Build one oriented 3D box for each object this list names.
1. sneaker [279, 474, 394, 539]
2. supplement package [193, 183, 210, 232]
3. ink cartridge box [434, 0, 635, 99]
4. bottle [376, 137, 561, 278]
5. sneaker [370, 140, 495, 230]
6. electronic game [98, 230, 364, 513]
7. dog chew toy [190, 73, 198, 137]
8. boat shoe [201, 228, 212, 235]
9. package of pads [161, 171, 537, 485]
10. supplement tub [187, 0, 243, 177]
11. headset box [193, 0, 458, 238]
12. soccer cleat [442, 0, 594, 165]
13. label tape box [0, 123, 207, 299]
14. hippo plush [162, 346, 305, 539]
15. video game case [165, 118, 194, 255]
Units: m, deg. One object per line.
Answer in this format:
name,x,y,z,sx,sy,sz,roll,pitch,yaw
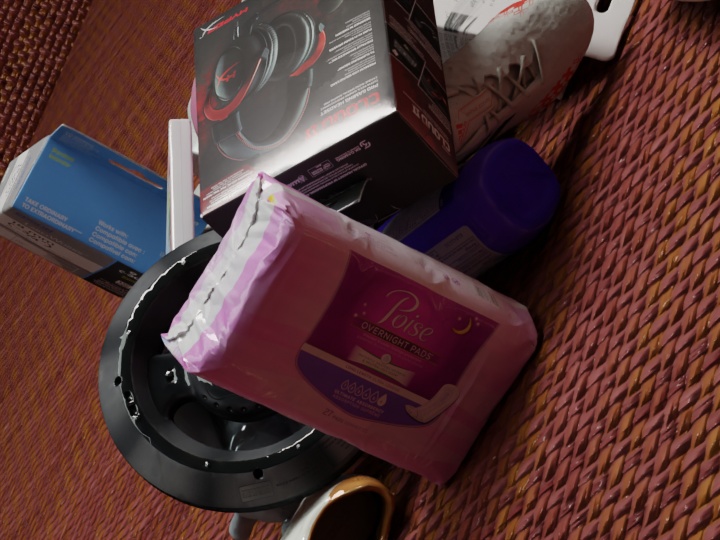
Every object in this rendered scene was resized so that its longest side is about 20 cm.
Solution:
sneaker,-0.042,0.211,1.558,0.200,0.073,0.085,-63,12,-16
supplement package,-0.100,0.018,2.036,0.117,0.117,0.200,-55,15,19
ink cartridge box,0.098,-0.191,1.737,0.068,0.200,0.116,69,-141,-59
bottle,0.044,-0.011,1.659,0.200,0.065,0.084,-37,7,42
sneaker,0.070,-0.089,1.785,0.200,0.074,0.085,-68,20,7
electronic game,-0.072,0.060,1.625,0.200,0.200,0.042,-66,-21,-19
dog chew toy,-0.052,-0.077,1.741,0.125,0.124,0.200,-47,40,43
boat shoe,-0.093,0.070,1.838,0.065,0.073,0.200,-84,-14,-67
package of pads,-0.005,0.036,1.507,0.121,0.200,0.076,-58,29,11
supplement tub,-0.064,-0.162,2.209,0.200,0.140,0.140,-63,15,-10
headset box,-0.024,-0.099,1.587,0.149,0.075,0.200,-27,42,21
soccer cleat,0.072,-0.109,1.628,0.200,0.069,0.085,-37,6,2
label tape box,-0.207,-0.041,1.986,0.063,0.144,0.200,-66,14,-13
hippo plush,-0.057,0.105,1.725,0.159,0.200,0.161,-48,-12,-4
video game case,-0.130,0.008,1.805,0.200,0.017,0.143,97,170,-55
